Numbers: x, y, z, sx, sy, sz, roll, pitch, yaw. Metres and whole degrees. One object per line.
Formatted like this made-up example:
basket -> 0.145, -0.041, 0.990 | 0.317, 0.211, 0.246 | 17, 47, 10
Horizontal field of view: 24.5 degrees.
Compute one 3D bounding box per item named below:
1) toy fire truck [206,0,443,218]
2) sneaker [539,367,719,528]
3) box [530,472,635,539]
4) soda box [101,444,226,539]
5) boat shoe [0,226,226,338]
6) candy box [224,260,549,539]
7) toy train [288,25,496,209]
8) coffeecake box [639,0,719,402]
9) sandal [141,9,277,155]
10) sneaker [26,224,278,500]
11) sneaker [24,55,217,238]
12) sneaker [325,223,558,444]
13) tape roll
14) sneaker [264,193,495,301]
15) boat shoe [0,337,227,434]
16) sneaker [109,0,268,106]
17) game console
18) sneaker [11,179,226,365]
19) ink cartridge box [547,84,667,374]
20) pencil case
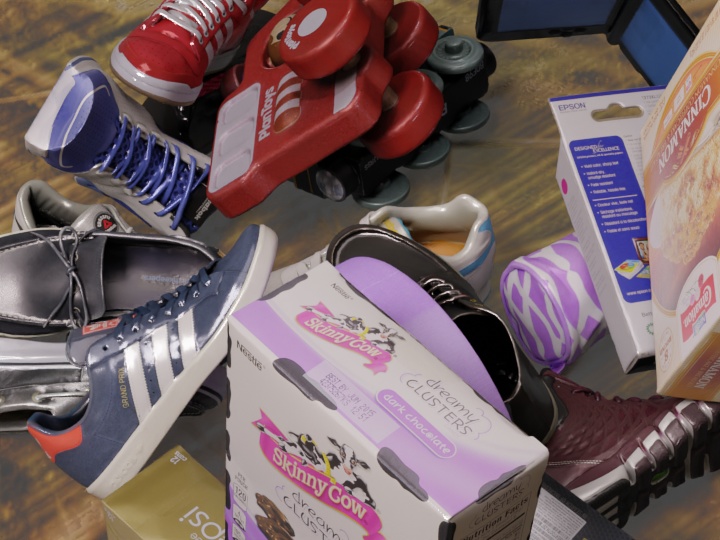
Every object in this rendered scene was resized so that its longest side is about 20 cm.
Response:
toy fire truck -> -0.039, -0.143, 1.190 | 0.167, 0.112, 0.201 | -28, 38, 24
sneaker -> 0.175, 0.089, 1.084 | 0.199, 0.076, 0.116 | -27, 49, -22
box -> 0.148, 0.214, 0.897 | 0.200, 0.158, 0.051 | 37, 62, 22
soda box -> -0.067, 0.195, 0.988 | 0.200, 0.068, 0.064 | 36, 56, 29
boat shoe -> -0.180, 0.005, 1.096 | 0.199, 0.062, 0.075 | 0, 80, -6
candy box -> 0.004, 0.125, 0.873 | 0.071, 0.201, 0.168 | -28, 52, -31
toy train -> 0.017, -0.125, 1.282 | 0.114, 0.086, 0.200 | 23, 51, 33
coffeecake box -> 0.234, -0.041, 1.017 | 0.073, 0.154, 0.201 | 8, 59, -10
sandal -> -0.122, -0.161, 1.335 | 0.075, 0.045, 0.200 | 17, 50, 14
sneaker -> -0.132, 0.043, 1.027 | 0.084, 0.075, 0.200 | 36, 90, -9
sneaker -> -0.155, -0.080, 1.183 | 0.115, 0.199, 0.081 | 28, 85, 10
sneaker -> 0.045, 0.024, 1.042 | 0.075, 0.106, 0.200 | -44, 65, -7
tape roll -> 0.015, 0.095, 0.991 | 0.065, 0.201, 0.200 | -27, 52, -23
sneaker -> 0.000, 0.000, 1.158 | 0.199, 0.081, 0.077 | -17, 49, -18
boat shoe -> -0.186, 0.088, 1.100 | 0.199, 0.072, 0.071 | 1, 66, 8
sneaker -> -0.115, -0.193, 1.215 | 0.071, 0.113, 0.200 | 32, 23, -1
game console -> 0.177, -0.155, 1.218 | 0.175, 0.200, 0.117 | -4, 85, 1
sneaker -> -0.172, 0.003, 1.158 | 0.199, 0.089, 0.074 | 28, 52, 22
ink cartridge box -> 0.193, -0.031, 1.112 | 0.094, 0.037, 0.201 | -8, 64, -15
pencil case -> 0.195, -0.002, 1.168 | 0.199, 0.086, 0.084 | -23, 11, -20
